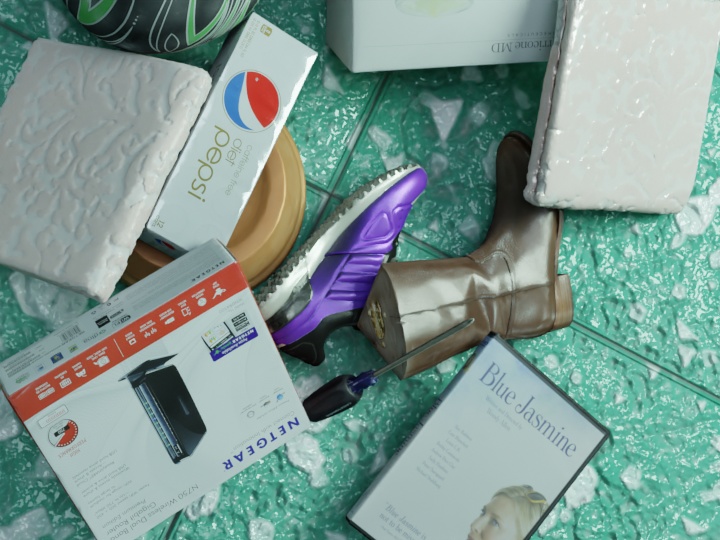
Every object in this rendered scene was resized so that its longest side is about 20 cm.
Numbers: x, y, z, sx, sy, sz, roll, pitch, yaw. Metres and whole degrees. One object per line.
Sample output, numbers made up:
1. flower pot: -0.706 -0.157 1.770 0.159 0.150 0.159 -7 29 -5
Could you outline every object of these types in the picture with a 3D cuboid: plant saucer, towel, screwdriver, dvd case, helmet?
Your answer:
1. plant saucer: -0.142 -0.072 1.161 0.198 0.037 0.203 2 81 -11
2. towel: 0.228 -0.146 1.168 0.198 0.032 0.193 0 102 -39
3. screwdriver: 0.024 0.082 1.102 0.029 0.199 0.028 43 41 -25
4. dvd case: 0.101 0.172 1.144 0.142 0.018 0.201 39 87 -15
5. towel: -0.232 -0.086 1.098 0.189 0.032 0.202 15 75 31
6. helmet: -0.161 -0.270 1.091 0.198 0.200 0.193 -7 115 -12

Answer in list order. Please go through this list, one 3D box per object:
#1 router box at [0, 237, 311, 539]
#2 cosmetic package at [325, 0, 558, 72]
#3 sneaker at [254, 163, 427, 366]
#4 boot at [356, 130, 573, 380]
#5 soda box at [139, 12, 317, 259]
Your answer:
1. router box: -0.157 0.100 1.072 0.199 0.049 0.181 -32 126 -13
2. cosmetic package: 0.075 -0.282 1.152 0.197 0.123 0.202 -5 114 -11
3. sneaker: 0.000 0.000 1.165 0.100 0.070 0.200 46 78 -9
4. boot: 0.081 -0.016 1.156 0.198 0.064 0.189 -12 86 -28
5. soda box: -0.112 -0.105 1.115 0.068 0.064 0.202 29 77 -19
